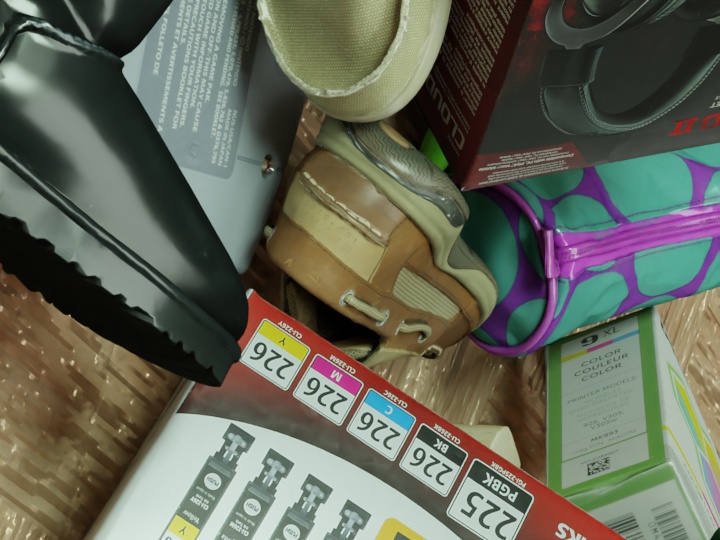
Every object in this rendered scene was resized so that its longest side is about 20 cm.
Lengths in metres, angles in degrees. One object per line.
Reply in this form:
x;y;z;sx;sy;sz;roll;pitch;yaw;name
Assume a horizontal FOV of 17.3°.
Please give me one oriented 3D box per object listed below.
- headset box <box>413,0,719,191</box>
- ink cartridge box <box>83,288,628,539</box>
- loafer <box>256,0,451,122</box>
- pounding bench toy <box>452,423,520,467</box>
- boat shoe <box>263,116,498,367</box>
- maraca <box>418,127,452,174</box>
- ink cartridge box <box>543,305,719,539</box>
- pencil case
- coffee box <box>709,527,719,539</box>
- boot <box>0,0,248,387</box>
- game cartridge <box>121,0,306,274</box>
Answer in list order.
0.104;-0.116;0.828;0.148;0.078;0.201;-10;145;-23;headset box
-0.008;0.140;0.826;0.176;0.199;0.084;-59;-176;-30;ink cartridge box
-0.017;-0.149;0.793;0.068;0.075;0.202;-14;101;-55;loafer
0.042;0.180;0.991;0.156;0.123;0.201;46;59;-53;pounding bench toy
0.000;0.000;0.910;0.074;0.076;0.200;-49;162;-7;boat shoe
0.065;-0.121;0.972;0.137;0.107;0.201;-49;163;-36;maraca
0.127;0.087;1.062;0.200;0.059;0.104;-82;149;-65;ink cartridge box
0.125;-0.022;1.054;0.199;0.092;0.086;-15;100;-37;pencil case
0.124;0.164;0.849;0.124;0.044;0.200;-62;176;2;coffee box
-0.075;-0.079;0.733;0.198;0.073;0.163;41;71;-31;boot
-0.059;-0.103;0.833;0.133;0.040;0.202;14;86;-55;game cartridge
